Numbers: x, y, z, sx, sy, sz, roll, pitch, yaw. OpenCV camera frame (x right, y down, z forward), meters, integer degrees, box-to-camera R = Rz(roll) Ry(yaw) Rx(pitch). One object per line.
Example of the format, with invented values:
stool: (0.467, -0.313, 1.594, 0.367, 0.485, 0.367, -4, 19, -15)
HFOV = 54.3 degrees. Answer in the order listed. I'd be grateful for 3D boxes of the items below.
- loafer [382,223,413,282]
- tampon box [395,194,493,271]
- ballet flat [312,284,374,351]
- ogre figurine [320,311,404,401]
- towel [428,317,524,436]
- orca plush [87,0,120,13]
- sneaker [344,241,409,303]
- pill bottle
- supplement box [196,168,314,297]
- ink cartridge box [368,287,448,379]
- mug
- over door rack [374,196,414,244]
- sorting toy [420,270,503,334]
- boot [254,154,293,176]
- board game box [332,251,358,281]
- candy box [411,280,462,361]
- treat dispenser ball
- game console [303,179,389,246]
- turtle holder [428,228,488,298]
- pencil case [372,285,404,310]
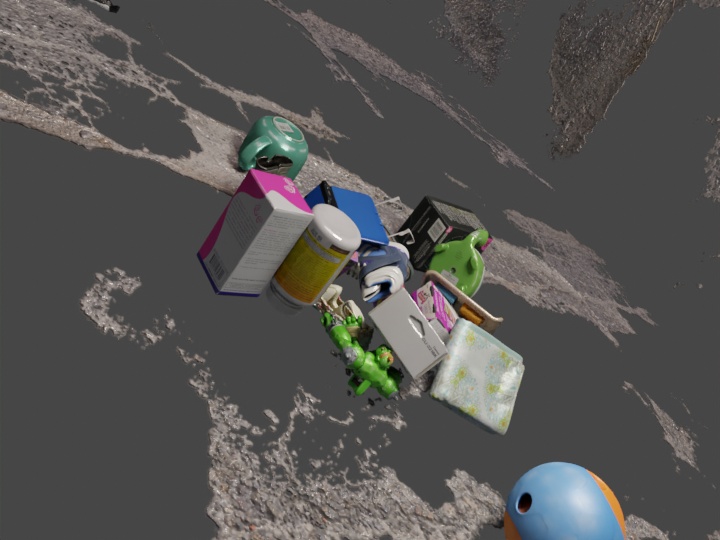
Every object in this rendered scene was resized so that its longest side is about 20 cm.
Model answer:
loafer: (0.048, -0.053, 1.676, 0.201, 0.072, 0.062, 50, 34, 14)
tampon box: (0.222, -0.085, 1.857, 0.197, 0.151, 0.127, 11, 37, -44)
ballet flat: (-0.043, 0.071, 1.367, 0.200, 0.064, 0.075, 46, 28, 13)
ogre figurine: (0.013, 0.165, 1.268, 0.203, 0.096, 0.120, 64, 1, -28)
towel: (0.242, 0.218, 1.425, 0.198, 0.048, 0.174, 32, 66, -22)
orca plush: (-0.675, -0.700, 1.704, 0.197, 0.071, 0.106, 28, 28, -23)
sneaker: (0.000, 0.000, 1.467, 0.194, 0.082, 0.148, 6, 40, 14)
pill bottle: (-0.092, -0.014, 1.276, 0.108, 0.201, 0.110, 30, 27, -17)
supplement box: (-0.186, -0.061, 1.225, 0.102, 0.201, 0.102, 5, 41, -48)
ink cartridge box: (0.085, 0.118, 1.320, 0.146, 0.083, 0.200, 54, -3, 5)
mug: (-0.197, -0.280, 1.643, 0.150, 0.115, 0.187, 30, 28, -19)
over door rack: (0.015, -0.117, 1.626, 0.194, 0.068, 0.149, -8, 40, -4)
sorting toy: (0.220, 0.089, 1.598, 0.198, 0.037, 0.186, 35, -15, 11)
boot: (-0.177, -0.187, 1.507, 0.068, 0.131, 0.199, 46, 27, 14)
board game box: (-0.115, -0.034, 1.369, 0.197, 0.120, 0.033, 22, 47, -30)
candy box: (0.191, 0.140, 1.513, 0.201, 0.060, 0.138, 49, 21, -25)
treat dispenser ball: (0.338, 0.427, 1.170, 0.198, 0.202, 0.203, 30, 28, -18)
game console: (-0.053, -0.091, 1.510, 0.118, 0.169, 0.202, 43, 17, -34)
turtle holder: (0.246, -0.011, 1.759, 0.131, 0.138, 0.191, 19, 72, -62)
pencil case: (0.062, 0.044, 1.528, 0.087, 0.089, 0.202, 25, 31, -25)
